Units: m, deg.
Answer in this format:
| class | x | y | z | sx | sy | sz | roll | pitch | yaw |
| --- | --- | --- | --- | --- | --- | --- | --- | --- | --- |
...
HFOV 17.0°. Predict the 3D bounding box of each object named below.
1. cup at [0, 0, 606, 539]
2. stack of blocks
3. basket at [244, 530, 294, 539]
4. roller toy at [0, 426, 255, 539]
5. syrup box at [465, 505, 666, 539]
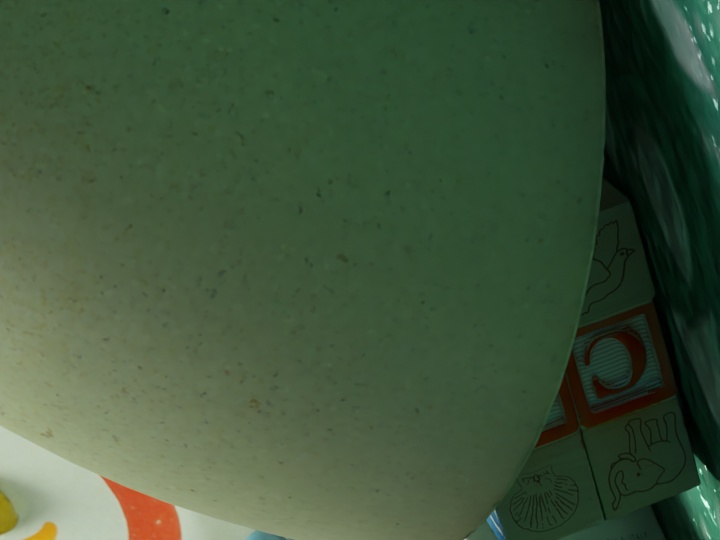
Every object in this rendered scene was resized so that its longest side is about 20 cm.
| class | x | y | z | sx | sy | sz | roll | pitch | yaw |
| --- | --- | --- | --- | --- | --- | --- | --- | --- | --- |
| cup | -0.049 | -0.030 | 0.594 | 0.200 | 0.143 | 0.201 | -177 | 90 | -68 |
| stack of blocks | 0.030 | -0.013 | 0.720 | 0.200 | 0.058 | 0.115 | -124 | 15 | -68 |
| basket | 0.017 | 0.172 | 0.600 | 0.200 | 0.177 | 0.139 | 28 | 164 | 32 |
| roller toy | -0.112 | 0.027 | 0.762 | 0.183 | 0.199 | 0.140 | 57 | -145 | -40 |
| syrup box | 0.067 | 0.158 | 0.726 | 0.081 | 0.079 | 0.200 | -44 | 61 | 43 |
